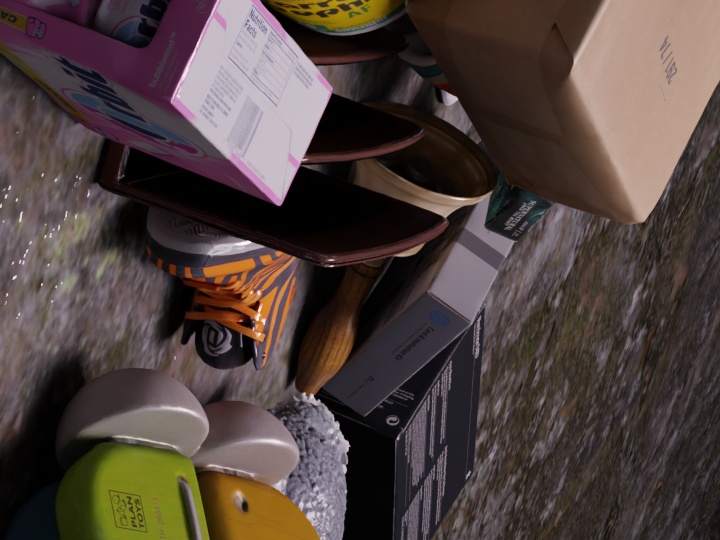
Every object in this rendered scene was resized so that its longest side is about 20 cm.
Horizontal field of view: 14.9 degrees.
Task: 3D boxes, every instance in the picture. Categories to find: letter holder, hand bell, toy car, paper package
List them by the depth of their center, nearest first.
[{"bbox_3d":[-0.025,-0.076,1.462,0.200,0.142,0.101,-19,129,-69],"label":"letter holder"},{"bbox_3d":[0.131,-0.155,1.479,0.191,0.103,0.200,-62,153,-13],"label":"paper package"},{"bbox_3d":[-0.112,0.161,1.487,0.200,0.150,0.176,23,46,-52],"label":"toy car"},{"bbox_3d":[0.000,0.000,1.785,0.200,0.104,0.104,-62,168,29],"label":"hand bell"}]

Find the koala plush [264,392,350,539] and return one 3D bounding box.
[{"bbox_3d":[-0.059,0.176,1.655,0.177,0.183,0.201,-1,100,-73],"label":"koala plush"}]

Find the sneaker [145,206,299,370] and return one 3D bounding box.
[{"bbox_3d":[-0.071,0.008,1.534,0.200,0.077,0.112,-23,131,-68],"label":"sneaker"}]

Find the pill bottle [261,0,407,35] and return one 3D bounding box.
[{"bbox_3d":[-0.030,-0.188,1.361,0.113,0.112,0.200,-68,164,-1],"label":"pill bottle"}]

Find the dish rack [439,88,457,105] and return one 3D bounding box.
[{"bbox_3d":[0.102,-0.213,1.871,0.172,0.043,0.200,-62,161,-20],"label":"dish rack"}]

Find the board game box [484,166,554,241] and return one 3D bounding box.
[{"bbox_3d":[0.133,-0.133,1.760,0.135,0.028,0.201,131,-24,-54],"label":"board game box"}]

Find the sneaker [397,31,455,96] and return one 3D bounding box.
[{"bbox_3d":[0.093,-0.180,1.727,0.200,0.093,0.071,126,-21,-43],"label":"sneaker"}]

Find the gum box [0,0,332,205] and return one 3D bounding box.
[{"bbox_3d":[-0.097,-0.101,1.254,0.066,0.113,0.200,-66,163,-7],"label":"gum box"}]

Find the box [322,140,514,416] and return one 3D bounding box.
[{"bbox_3d":[0.060,-0.012,1.857,0.156,0.041,0.200,-44,-165,51],"label":"box"}]

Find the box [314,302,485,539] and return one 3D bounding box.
[{"bbox_3d":[0.024,0.120,1.975,0.141,0.079,0.200,-52,157,-36],"label":"box"}]
